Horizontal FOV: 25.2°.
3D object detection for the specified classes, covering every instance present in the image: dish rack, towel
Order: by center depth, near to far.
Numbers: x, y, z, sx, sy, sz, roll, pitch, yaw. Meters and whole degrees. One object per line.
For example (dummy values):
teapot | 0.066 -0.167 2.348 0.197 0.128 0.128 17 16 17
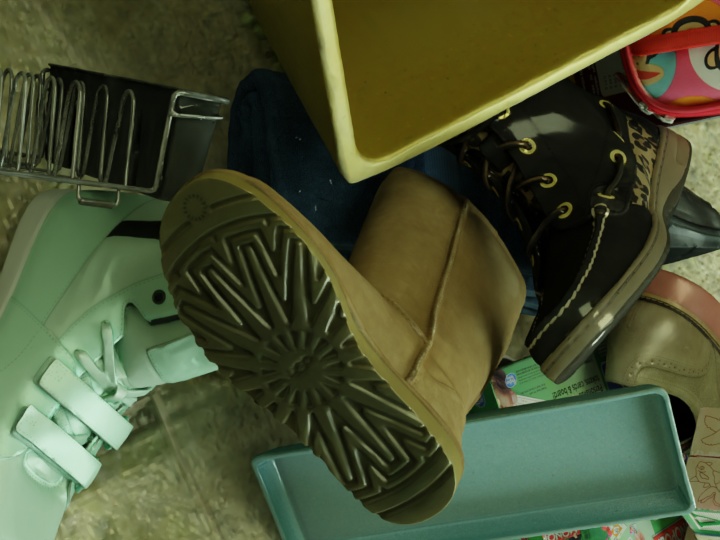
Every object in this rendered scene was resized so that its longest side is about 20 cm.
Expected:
dish rack | -0.172 -0.066 0.670 0.199 0.153 0.055 6 96 -33
towel | 0.023 -0.040 0.861 0.199 0.048 0.113 10 69 -33

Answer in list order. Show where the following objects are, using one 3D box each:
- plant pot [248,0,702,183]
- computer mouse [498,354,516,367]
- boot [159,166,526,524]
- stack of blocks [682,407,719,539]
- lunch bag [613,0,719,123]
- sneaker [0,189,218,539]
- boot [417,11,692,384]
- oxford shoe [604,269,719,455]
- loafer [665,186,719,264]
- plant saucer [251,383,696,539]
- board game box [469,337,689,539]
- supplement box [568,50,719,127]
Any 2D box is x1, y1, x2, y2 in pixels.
plant pot | 0.018 -0.201 0.689 0.194 0.195 0.200 -28 56 -13
computer mouse | 0.082 0.142 0.843 0.109 0.044 0.202 3 70 -54
boot | 0.000 0.000 0.719 0.176 0.066 0.200 55 25 -14
stack of blocks | 0.232 0.149 0.860 0.200 0.114 0.059 51 50 -45
lunch bag | 0.218 -0.149 0.779 0.082 0.198 0.178 -39 120 -69
sneaker | -0.108 0.051 0.684 0.074 0.117 0.202 50 45 -52
boot | 0.073 -0.047 0.753 0.150 0.073 0.200 37 40 -3
oxford shoe | 0.188 0.074 0.903 0.200 0.070 0.075 40 69 -40
loafer | 0.155 -0.039 0.915 0.199 0.072 0.073 3 73 -60
plant saucer | 0.052 0.096 0.754 0.019 0.198 0.070 -71 146 -59
board game box | 0.124 0.105 0.858 0.199 0.029 0.136 -11 82 -57
supplement box | 0.213 -0.191 0.931 0.132 0.199 0.199 -13 93 -38
